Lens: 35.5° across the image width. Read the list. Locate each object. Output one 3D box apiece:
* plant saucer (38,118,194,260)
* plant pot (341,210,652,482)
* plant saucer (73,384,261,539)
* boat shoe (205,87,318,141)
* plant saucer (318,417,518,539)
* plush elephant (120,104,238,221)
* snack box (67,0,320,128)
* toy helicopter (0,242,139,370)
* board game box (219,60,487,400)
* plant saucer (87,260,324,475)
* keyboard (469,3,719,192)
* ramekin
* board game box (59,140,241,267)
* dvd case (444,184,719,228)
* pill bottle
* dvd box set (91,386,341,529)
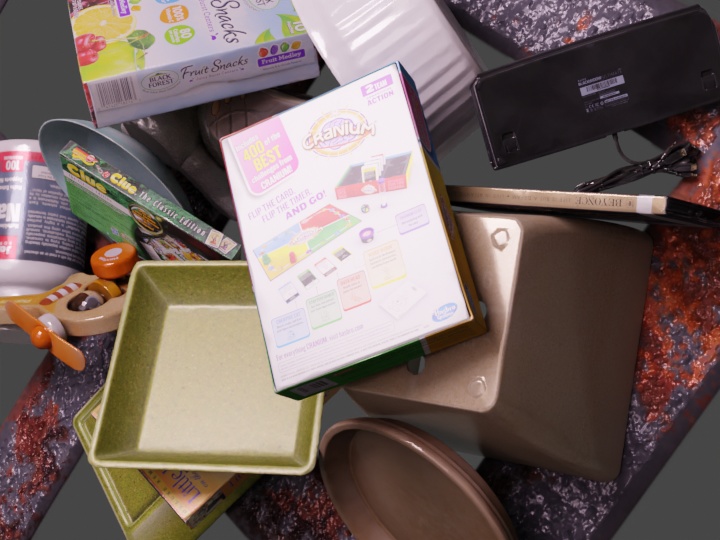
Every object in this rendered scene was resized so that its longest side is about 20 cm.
[{"bbox_3d":[-0.230,-0.084,1.119,0.199,0.202,0.039,17,57,34],"label":"plant saucer"},{"bbox_3d":[0.092,0.042,0.869,0.198,0.176,0.203,6,82,33],"label":"plant pot"},{"bbox_3d":[-0.196,0.158,1.097,0.200,0.048,0.201,-45,59,16],"label":"plant saucer"},{"bbox_3d":[-0.040,-0.127,1.018,0.198,0.074,0.075,23,113,-9],"label":"boat shoe"},{"bbox_3d":[0.049,0.192,0.883,0.199,0.202,0.029,23,48,35],"label":"plant saucer"},{"bbox_3d":[-0.160,-0.179,1.100,0.164,0.200,0.156,26,72,35],"label":"plush elephant"},{"bbox_3d":[-0.148,-0.205,0.982,0.197,0.053,0.143,-14,46,-9],"label":"snack box"},{"bbox_3d":[-0.306,0.043,1.094,0.197,0.133,0.080,-4,120,12],"label":"toy helicopter"},{"bbox_3d":[-0.009,-0.028,0.802,0.151,0.040,0.202,-20,69,17],"label":"board game box"},{"bbox_3d":[-0.119,0.089,0.985,0.197,0.048,0.202,0,59,12],"label":"plant saucer"},{"bbox_3d":[0.195,-0.120,0.884,0.197,0.021,0.129,-17,95,3],"label":"keyboard"},{"bbox_3d":[0.035,-0.188,0.951,0.097,0.200,0.202,-34,62,13],"label":"ramekin"},{"bbox_3d":[-0.201,-0.041,1.085,0.199,0.105,0.024,32,63,10],"label":"board game box"},{"bbox_3d":[0.162,-0.049,0.861,0.198,0.148,0.016,5,91,34],"label":"dvd case"},{"bbox_3d":[-0.355,-0.027,1.209,0.118,0.119,0.203,-7,75,31],"label":"pill bottle"},{"bbox_3d":[-0.125,0.113,1.020,0.200,0.030,0.146,-43,62,-15],"label":"dvd box set"}]
